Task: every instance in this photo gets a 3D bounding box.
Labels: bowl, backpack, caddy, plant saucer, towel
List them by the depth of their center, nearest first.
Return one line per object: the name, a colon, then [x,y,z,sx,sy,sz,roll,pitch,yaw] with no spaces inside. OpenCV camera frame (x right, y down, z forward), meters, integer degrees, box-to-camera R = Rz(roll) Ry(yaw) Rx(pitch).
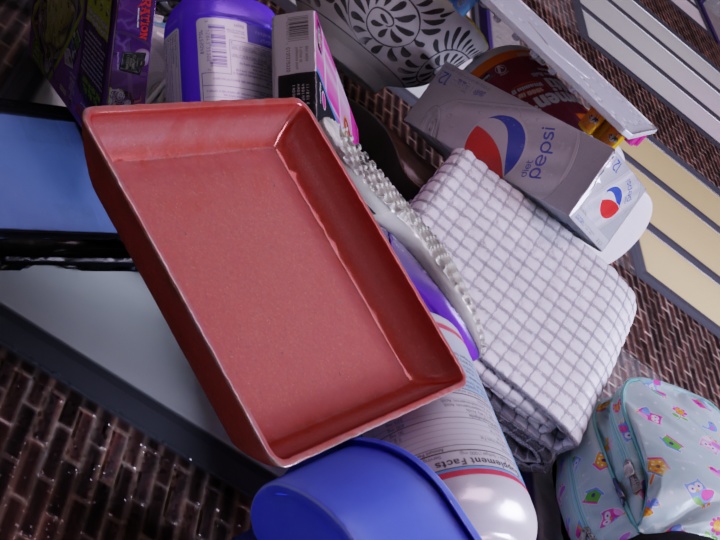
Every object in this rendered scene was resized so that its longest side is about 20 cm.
caddy: [0.008,0.179,0.653,0.104,0.142,0.201,-6,55,-53]
plant saucer: [-0.047,0.002,0.725,0.199,0.037,0.201,-14,70,-58]
backpack: [0.217,0.177,0.962,0.166,0.127,0.201,27,27,-23]
towel: [0.095,0.032,1.010,0.199,0.086,0.166,37,51,-2]
bowl: [0.007,-0.218,1.187,0.200,0.095,0.201,36,2,-1]

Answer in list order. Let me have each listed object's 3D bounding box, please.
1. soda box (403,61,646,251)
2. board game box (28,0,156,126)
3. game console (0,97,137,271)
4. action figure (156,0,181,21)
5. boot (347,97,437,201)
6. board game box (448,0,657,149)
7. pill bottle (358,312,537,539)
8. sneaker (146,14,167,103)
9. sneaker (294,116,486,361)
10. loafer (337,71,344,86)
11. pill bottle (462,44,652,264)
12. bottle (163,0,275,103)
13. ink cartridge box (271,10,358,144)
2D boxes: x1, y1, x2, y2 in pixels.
soda box: [0.128,-0.095,1.084,0.199,0.064,0.068,36,-1,41]
board game box: [-0.173,-0.163,0.857,0.032,0.121,0.200,3,25,-29]
game console: [-0.159,-0.055,0.780,0.199,0.116,0.177,1,57,-54]
action figure: [-0.135,-0.222,1.083,0.119,0.101,0.203,47,46,-74]
boot: [0.065,-0.079,1.201,0.187,0.064,0.199,51,24,15]
board game box: [0.159,-0.176,1.133,0.200,0.026,0.200,45,17,8]
pill bottle: [0.041,0.128,0.807,0.108,0.109,0.201,21,35,-37]
sneaker: [-0.114,-0.107,0.981,0.199,0.075,0.087,33,34,-19]
sneaker: [0.000,0.000,0.886,0.200,0.099,0.070,49,11,-26]
loafer: [-0.065,-0.164,1.104,0.070,0.070,0.200,45,7,3]
pill bottle: [0.164,-0.099,1.193,0.109,0.110,0.201,12,34,-46]
bottle: [-0.089,-0.086,0.916,0.083,0.065,0.203,7,69,-36]
ink cartridge box: [-0.025,-0.087,0.964,0.200,0.037,0.096,71,15,-63]
